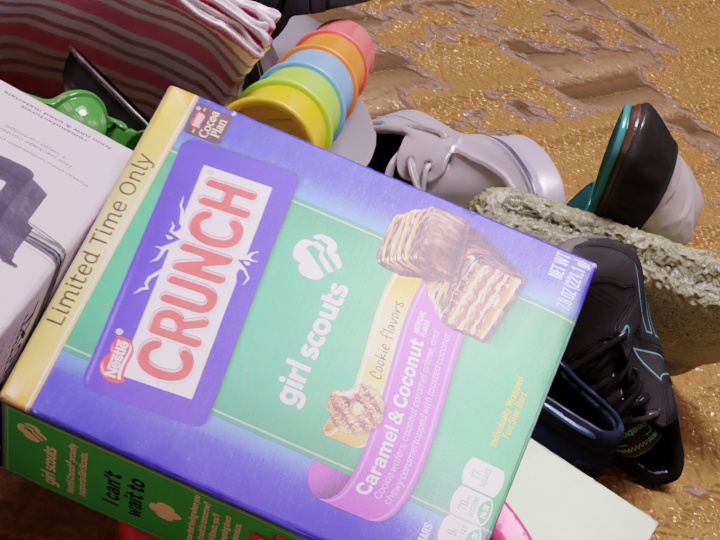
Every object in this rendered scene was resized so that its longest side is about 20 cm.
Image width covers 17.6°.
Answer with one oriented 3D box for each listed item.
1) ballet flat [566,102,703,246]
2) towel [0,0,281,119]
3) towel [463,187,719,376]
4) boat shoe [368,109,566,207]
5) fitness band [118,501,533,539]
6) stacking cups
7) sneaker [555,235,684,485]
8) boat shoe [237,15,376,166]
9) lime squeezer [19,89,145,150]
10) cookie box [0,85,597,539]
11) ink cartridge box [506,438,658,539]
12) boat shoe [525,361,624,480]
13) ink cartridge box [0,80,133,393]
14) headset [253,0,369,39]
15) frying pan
[{"bbox_3d":[0.152,-0.035,1.305,0.068,0.200,0.068,21,68,-2],"label":"ballet flat"},{"bbox_3d":[-0.137,-0.118,1.261,0.146,0.200,0.030,21,67,-12],"label":"towel"},{"bbox_3d":[0.128,0.013,1.301,0.199,0.148,0.037,19,67,-16],"label":"towel"},{"bbox_3d":[0.044,-0.049,1.366,0.065,0.074,0.200,-9,14,-29],"label":"boat shoe"},{"bbox_3d":[-0.009,0.125,0.977,0.200,0.038,0.144,41,59,16],"label":"fitness band"},{"bbox_3d":[-0.031,-0.090,1.281,0.060,0.061,0.200,28,21,2],"label":"stacking cups"},{"bbox_3d":[0.132,0.048,1.218,0.200,0.075,0.080,49,15,-57],"label":"sneaker"},{"bbox_3d":[-0.037,-0.085,1.388,0.070,0.064,0.200,18,27,-15],"label":"boat shoe"},{"bbox_3d":[-0.126,-0.055,1.129,0.199,0.038,0.071,30,29,-10],"label":"lime squeezer"},{"bbox_3d":[-0.026,0.040,0.962,0.199,0.075,0.172,22,59,4],"label":"cookie box"},{"bbox_3d":[0.023,0.099,1.050,0.199,0.048,0.146,31,57,13],"label":"ink cartridge box"},{"bbox_3d":[0.055,0.019,1.134,0.200,0.069,0.084,45,39,0],"label":"boat shoe"},{"bbox_3d":[-0.178,0.026,0.954,0.084,0.145,0.200,27,26,0],"label":"ink cartridge box"},{"bbox_3d":[-0.081,-0.154,1.380,0.199,0.095,0.123,-8,15,-17],"label":"headset"},{"bbox_3d":[-0.108,-0.065,1.254,0.115,0.031,0.190,45,-1,17],"label":"frying pan"}]
